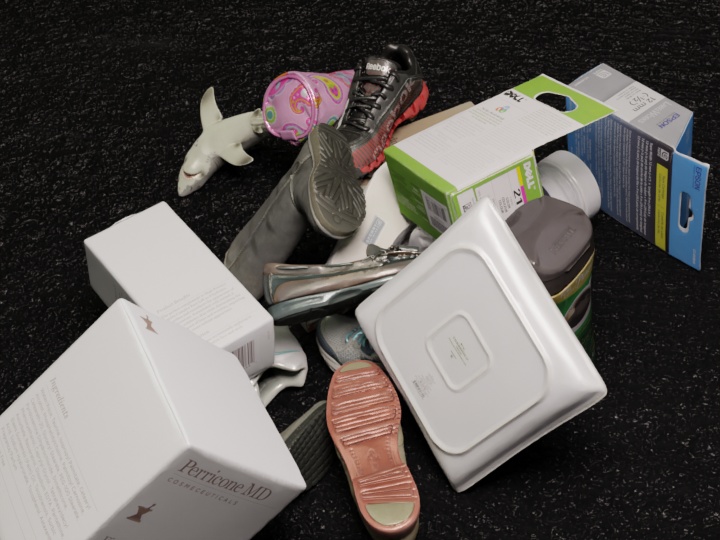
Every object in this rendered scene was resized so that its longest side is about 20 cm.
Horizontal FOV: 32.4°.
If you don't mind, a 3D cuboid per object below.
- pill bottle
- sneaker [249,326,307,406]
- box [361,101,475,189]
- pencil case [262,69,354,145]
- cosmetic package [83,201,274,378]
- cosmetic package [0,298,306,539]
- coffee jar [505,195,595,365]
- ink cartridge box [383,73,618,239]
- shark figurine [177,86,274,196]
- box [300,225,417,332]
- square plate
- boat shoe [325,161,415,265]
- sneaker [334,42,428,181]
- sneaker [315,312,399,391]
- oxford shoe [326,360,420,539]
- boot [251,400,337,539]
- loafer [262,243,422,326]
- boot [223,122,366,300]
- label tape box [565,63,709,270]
[{"bbox_3d":[0.157,-0.045,1.315,0.199,0.112,0.111,-33,47,-22],"label":"pill bottle"},{"bbox_3d":[-0.143,0.116,1.240,0.198,0.071,0.080,-28,48,-18],"label":"sneaker"},{"bbox_3d":[0.061,-0.110,1.427,0.197,0.079,0.095,-22,44,-12],"label":"box"},{"bbox_3d":[-0.027,-0.196,1.469,0.087,0.089,0.199,22,20,30],"label":"pencil case"},{"bbox_3d":[-0.181,0.031,1.228,0.101,0.075,0.200,-27,53,-27],"label":"cosmetic package"},{"bbox_3d":[-0.191,0.168,1.055,0.200,0.167,0.167,-43,52,12],"label":"cosmetic package"},{"bbox_3d":[0.171,0.033,1.164,0.085,0.202,0.104,23,51,31],"label":"coffee jar"},{"bbox_3d":[0.145,-0.110,1.241,0.198,0.077,0.148,-26,30,-14],"label":"ink cartridge box"},{"bbox_3d":[-0.119,-0.159,1.523,0.211,0.089,0.130,-5,76,17],"label":"shark figurine"},{"bbox_3d":[0.013,-0.001,1.351,0.198,0.039,0.041,-28,48,-17],"label":"box"},{"bbox_3d":[0.095,0.072,1.107,0.028,0.198,0.202,-13,68,-51],"label":"square plate"},{"bbox_3d":[0.015,-0.040,1.315,0.071,0.068,0.202,33,59,-12],"label":"boat shoe"},{"bbox_3d":[0.011,-0.181,1.383,0.070,0.099,0.201,16,50,25],"label":"sneaker"},{"bbox_3d":[0.036,0.076,1.232,0.198,0.087,0.078,24,52,31],"label":"sneaker"},{"bbox_3d":[0.010,0.173,1.142,0.070,0.074,0.202,-9,46,-2],"label":"oxford shoe"},{"bbox_3d":[-0.114,0.178,1.176,0.129,0.068,0.200,19,49,36],"label":"boot"},{"bbox_3d":[0.000,0.000,1.209,0.197,0.072,0.064,-14,77,-6],"label":"loafer"},{"bbox_3d":[-0.078,-0.036,1.301,0.200,0.072,0.183,-46,25,27],"label":"boot"},{"bbox_3d":[0.310,-0.113,1.330,0.066,0.145,0.199,-33,47,-22],"label":"label tape box"}]
